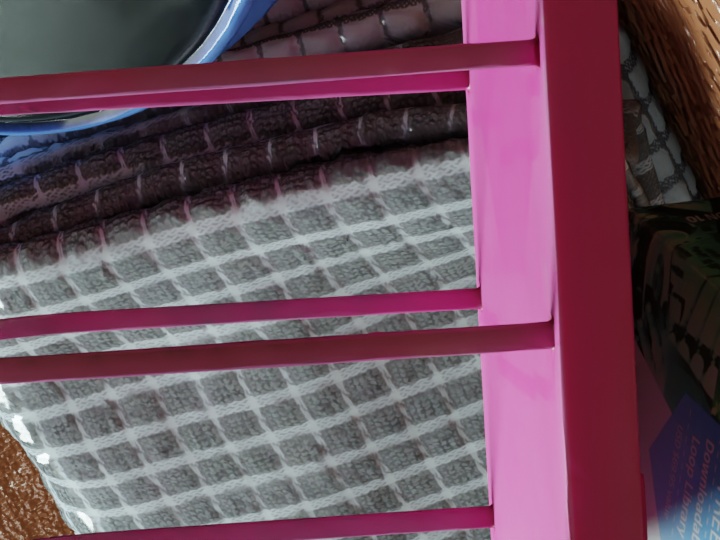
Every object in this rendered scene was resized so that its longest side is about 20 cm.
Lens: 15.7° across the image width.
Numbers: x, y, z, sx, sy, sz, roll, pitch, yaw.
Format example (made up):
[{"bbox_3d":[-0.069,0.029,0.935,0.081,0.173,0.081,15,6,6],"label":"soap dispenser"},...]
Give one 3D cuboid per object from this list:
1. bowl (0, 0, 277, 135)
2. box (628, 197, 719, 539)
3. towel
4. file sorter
[{"bbox_3d":[-0.105,-0.112,0.614,0.201,0.200,0.039,61,-144,-35],"label":"bowl"},{"bbox_3d":[0.097,0.092,0.450,0.200,0.036,0.145,-135,43,-54],"label":"box"},{"bbox_3d":[-0.003,0.013,0.705,0.086,0.199,0.166,-84,-27,-51],"label":"towel"},{"bbox_3d":[-0.022,-0.035,0.482,0.139,0.125,0.201,-137,44,-87],"label":"file sorter"}]
